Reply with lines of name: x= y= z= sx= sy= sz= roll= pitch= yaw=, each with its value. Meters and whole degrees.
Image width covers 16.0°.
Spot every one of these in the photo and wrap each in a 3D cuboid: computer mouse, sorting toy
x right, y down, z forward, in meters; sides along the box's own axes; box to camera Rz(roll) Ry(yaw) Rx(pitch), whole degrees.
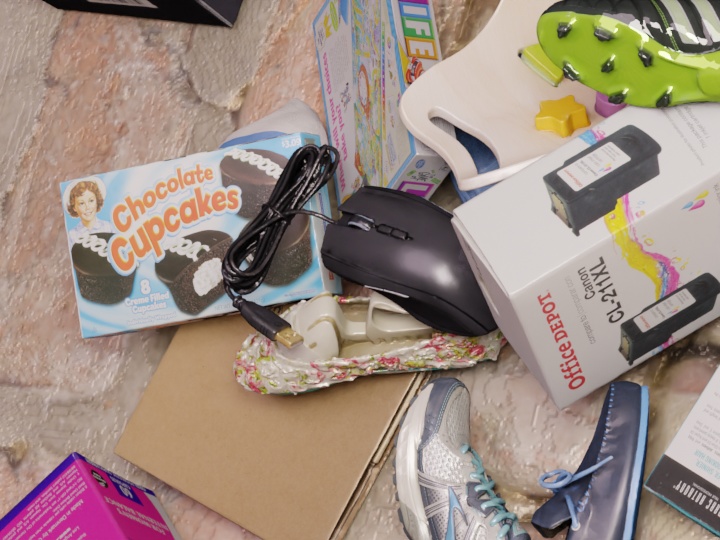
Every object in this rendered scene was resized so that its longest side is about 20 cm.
computer mouse: x=0.000 y=0.000 z=1.698 sx=0.199 sy=0.046 sz=0.141 roll=31 pitch=74 yaw=23
sorting toy: x=0.125 y=-0.114 z=1.683 sx=0.179 sy=0.107 sz=0.200 roll=-23 pitch=39 yaw=-11

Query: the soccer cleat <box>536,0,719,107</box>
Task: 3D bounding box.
soccer cleat: x=0.206 y=-0.139 z=1.548 sx=0.199 sy=0.068 sz=0.081 roll=10 pitch=43 yaw=25

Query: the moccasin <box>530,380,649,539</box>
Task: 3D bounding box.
moccasin: x=0.139 y=0.163 z=1.612 sx=0.068 sy=0.081 sz=0.201 roll=10 pitch=73 yaw=10

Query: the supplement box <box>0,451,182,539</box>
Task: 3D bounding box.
supplement box: x=-0.165 y=0.240 z=1.775 sx=0.103 sy=0.101 sz=0.200 roll=-42 pitch=53 yaw=10

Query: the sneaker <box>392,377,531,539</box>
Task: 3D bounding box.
sneaker: x=0.075 y=0.168 z=1.671 sx=0.086 sy=0.078 sz=0.201 roll=-9 pitch=74 yaw=28

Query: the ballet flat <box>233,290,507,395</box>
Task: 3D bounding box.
ballet flat: x=0.003 y=0.037 z=1.744 sx=0.199 sy=0.064 sz=0.076 roll=-10 pitch=52 yaw=9

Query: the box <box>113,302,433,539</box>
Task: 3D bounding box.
box: x=-0.065 y=0.100 z=1.810 sx=0.199 sy=0.021 sz=0.164 roll=26 pitch=85 yaw=33

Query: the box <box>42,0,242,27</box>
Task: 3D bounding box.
box: x=-0.171 y=-0.310 z=2.018 sx=0.196 sy=0.117 sz=0.201 roll=10 pitch=76 yaw=37

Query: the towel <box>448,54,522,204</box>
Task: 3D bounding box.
towel: x=0.115 y=-0.077 z=1.765 sx=0.111 sy=0.048 sz=0.201 roll=-33 pitch=54 yaw=17

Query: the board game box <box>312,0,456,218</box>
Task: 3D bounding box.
board game box: x=0.015 y=-0.131 z=1.819 sx=0.135 sy=0.034 sz=0.201 roll=128 pitch=141 yaw=-52

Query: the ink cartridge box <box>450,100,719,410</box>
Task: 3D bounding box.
ink cartridge box: x=0.174 y=-0.021 z=1.605 sx=0.199 sy=0.146 sz=0.083 roll=-31 pitch=53 yaw=-2

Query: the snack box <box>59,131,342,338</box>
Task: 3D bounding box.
snack box: x=-0.115 y=-0.024 z=1.828 sx=0.199 sy=0.037 sz=0.117 roll=-11 pitch=86 yaw=24

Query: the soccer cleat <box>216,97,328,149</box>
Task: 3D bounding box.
soccer cleat: x=-0.101 y=-0.052 z=1.896 sx=0.200 sy=0.070 sz=0.087 roll=-35 pitch=29 yaw=21

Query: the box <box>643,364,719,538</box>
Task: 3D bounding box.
box: x=0.268 y=0.076 z=1.592 sx=0.082 sy=0.049 sz=0.201 roll=32 pitch=88 yaw=39
